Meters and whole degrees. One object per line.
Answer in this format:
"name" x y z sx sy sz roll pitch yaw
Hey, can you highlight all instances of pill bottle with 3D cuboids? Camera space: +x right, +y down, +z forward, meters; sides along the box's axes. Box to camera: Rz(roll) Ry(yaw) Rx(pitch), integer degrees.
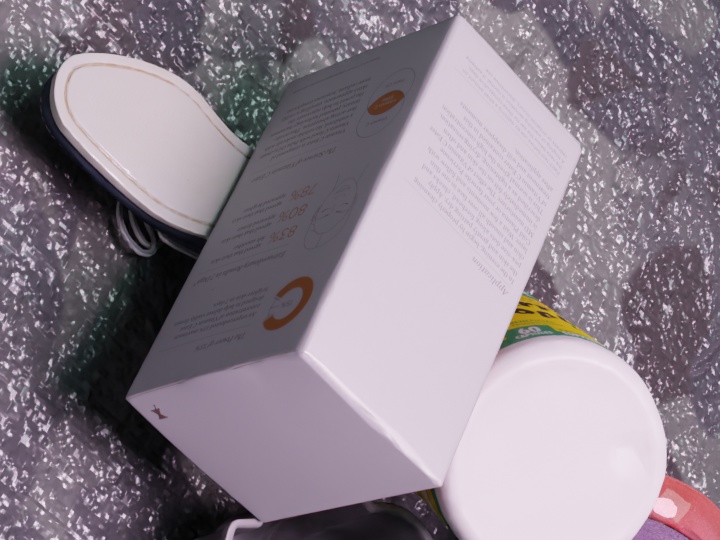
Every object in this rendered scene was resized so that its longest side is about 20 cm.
"pill bottle" 0.065 0.067 1.204 0.112 0.200 0.114 -3 102 -13

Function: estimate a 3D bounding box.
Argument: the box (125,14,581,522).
"box" 0.000 0.000 1.131 0.097 0.124 0.201 44 53 -26

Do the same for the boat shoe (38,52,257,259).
"boat shoe" -0.081 -0.043 1.196 0.199 0.062 0.075 24 66 -38

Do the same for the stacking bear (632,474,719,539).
"stacking bear" 0.114 0.207 1.210 0.114 0.120 0.201 90 14 -56

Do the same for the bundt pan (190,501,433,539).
"bundt pan" -0.034 0.205 1.186 0.201 0.075 0.204 8 78 -39
